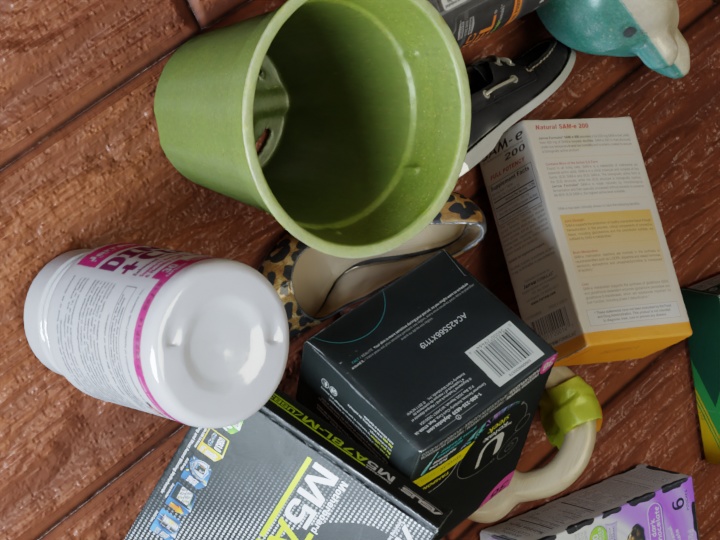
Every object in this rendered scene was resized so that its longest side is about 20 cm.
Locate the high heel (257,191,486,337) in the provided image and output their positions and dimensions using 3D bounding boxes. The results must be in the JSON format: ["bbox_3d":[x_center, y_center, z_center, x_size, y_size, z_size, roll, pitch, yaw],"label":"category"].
[{"bbox_3d":[0.000,0.000,1.599,0.200,0.142,0.072,-40,116,-27],"label":"high heel"}]

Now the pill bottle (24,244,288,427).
[{"bbox_3d":[-0.149,0.041,1.448,0.113,0.200,0.114,-5,98,-36],"label":"pill bottle"}]

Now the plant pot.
[{"bbox_3d":[-0.055,-0.117,1.517,0.200,0.190,0.201,-5,99,-37],"label":"plant pot"}]

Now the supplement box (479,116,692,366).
[{"bbox_3d":[0.187,-0.025,1.737,0.126,0.073,0.201,-4,74,-36],"label":"supplement box"}]

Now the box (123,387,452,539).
[{"bbox_3d":[-0.063,0.202,1.514,0.200,0.193,0.048,-58,171,22],"label":"box"}]

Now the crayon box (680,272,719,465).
[{"bbox_3d":[0.401,0.074,1.959,0.200,0.058,0.173,-19,107,-33],"label":"crayon box"}]

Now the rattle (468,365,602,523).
[{"bbox_3d":[0.115,0.162,1.775,0.130,0.143,0.200,37,90,-4],"label":"rattle"}]

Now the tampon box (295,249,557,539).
[{"bbox_3d":[0.042,0.115,1.595,0.150,0.126,0.200,-34,155,-28],"label":"tampon box"}]

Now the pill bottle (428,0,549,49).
[{"bbox_3d":[0.057,-0.223,1.642,0.200,0.106,0.107,-30,112,-30],"label":"pill bottle"}]

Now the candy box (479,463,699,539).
[{"bbox_3d":[0.211,0.285,1.831,0.200,0.071,0.168,-17,105,-35],"label":"candy box"}]

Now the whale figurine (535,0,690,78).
[{"bbox_3d":[0.214,-0.222,1.760,0.104,0.159,0.200,-34,148,11],"label":"whale figurine"}]

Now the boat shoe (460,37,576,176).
[{"bbox_3d":[0.104,-0.143,1.709,0.200,0.074,0.060,-43,104,-28],"label":"boat shoe"}]
